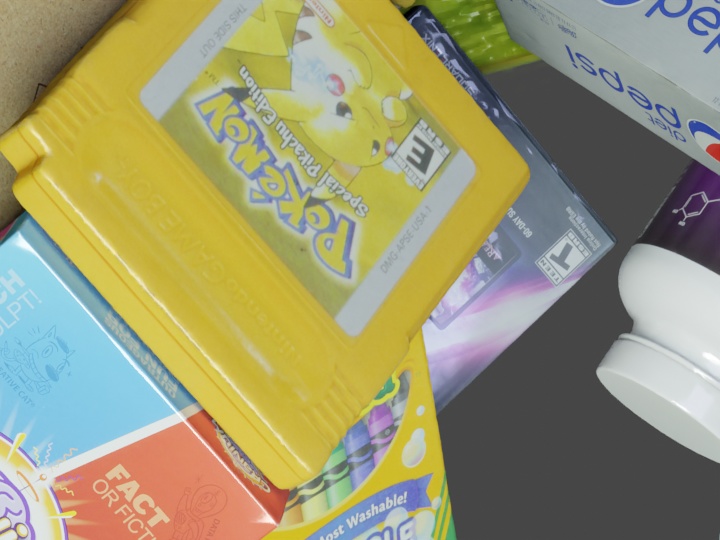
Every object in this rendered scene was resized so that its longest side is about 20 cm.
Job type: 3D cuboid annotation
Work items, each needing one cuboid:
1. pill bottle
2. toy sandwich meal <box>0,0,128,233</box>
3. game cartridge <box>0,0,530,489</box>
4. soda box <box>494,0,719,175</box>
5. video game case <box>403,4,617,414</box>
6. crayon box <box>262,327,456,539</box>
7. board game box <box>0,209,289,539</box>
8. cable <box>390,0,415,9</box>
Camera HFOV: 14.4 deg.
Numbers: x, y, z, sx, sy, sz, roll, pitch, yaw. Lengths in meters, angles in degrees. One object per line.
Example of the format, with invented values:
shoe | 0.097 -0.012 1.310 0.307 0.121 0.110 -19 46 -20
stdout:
pill bottle | 0.192 -0.015 1.276 0.112 0.112 0.200 37 80 -14
toy sandwich meal | -0.138 -0.063 1.147 0.205 0.070 0.205 2 85 -28
game cartridge | -0.033 -0.041 1.125 0.176 0.032 0.200 49 46 -13
soda box | 0.146 -0.093 1.224 0.063 0.200 0.068 -47 147 -11
video game case | 0.000 0.000 1.268 0.200 0.019 0.143 -43 102 -13
crayon box | -0.027 0.094 1.187 0.126 0.052 0.200 -30 125 -30
board game box | -0.152 0.094 1.098 0.200 0.040 0.153 -39 101 14
cable | 0.057 -0.186 1.219 0.200 0.050 0.097 -25 91 18
